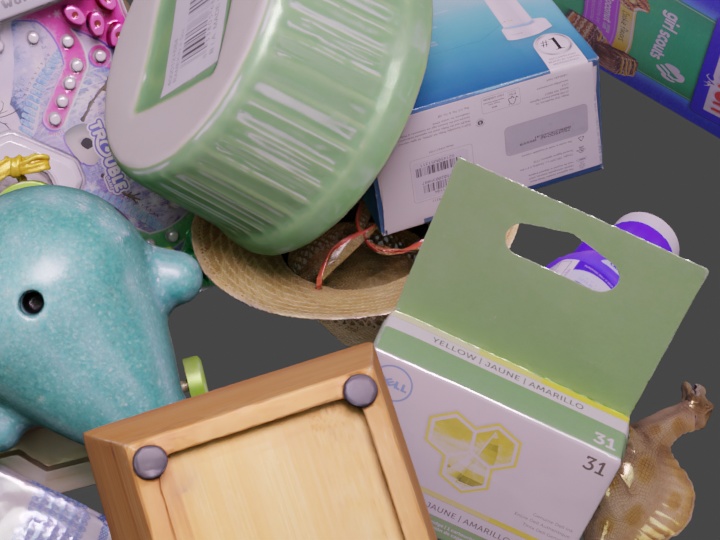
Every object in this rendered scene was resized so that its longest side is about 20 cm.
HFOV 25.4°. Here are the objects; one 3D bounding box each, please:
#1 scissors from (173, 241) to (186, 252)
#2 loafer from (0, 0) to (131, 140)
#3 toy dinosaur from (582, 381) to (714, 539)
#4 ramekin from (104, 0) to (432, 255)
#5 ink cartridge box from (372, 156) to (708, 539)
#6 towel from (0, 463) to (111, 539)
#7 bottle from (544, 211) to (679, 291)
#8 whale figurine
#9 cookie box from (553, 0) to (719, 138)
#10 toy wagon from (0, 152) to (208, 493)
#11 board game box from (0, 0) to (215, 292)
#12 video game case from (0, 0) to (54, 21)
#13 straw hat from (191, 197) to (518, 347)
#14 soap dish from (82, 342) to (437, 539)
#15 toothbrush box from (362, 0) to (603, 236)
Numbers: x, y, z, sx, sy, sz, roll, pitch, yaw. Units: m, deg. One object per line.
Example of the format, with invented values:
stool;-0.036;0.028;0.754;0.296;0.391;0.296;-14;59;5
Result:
scissors;-0.166;-0.075;1.048;0.073;0.014;0.201;-32;72;-6
loafer;-0.205;-0.098;1.010;0.067;0.076;0.201;33;80;21
toy dinosaur;0.148;0.136;0.962;0.101;0.058;0.201;28;71;6
ramekin;-0.060;-0.119;0.903;0.097;0.199;0.202;23;65;-34
ink cartridge box;0.076;0.059;0.841;0.145;0.201;0.048;24;35;3
towel;-0.180;0.203;0.913;0.199;0.024;0.148;28;71;-9
bottle;0.137;0.033;0.957;0.084;0.065;0.200;48;44;-4
whale figurine;-0.150;0.047;0.877;0.159;0.104;0.201;-37;91;-4
cookie box;0.214;-0.171;1.018;0.199;0.171;0.075;31;74;9
toy wagon;-0.180;0.029;0.952;0.154;0.040;0.202;-13;98;-8
board game box;-0.204;-0.046;0.972;0.199;0.026;0.201;-23;103;-9
video game case;-0.259;-0.158;0.998;0.198;0.143;0.018;-21;109;0
straw hat;0.000;0.000;0.984;0.199;0.086;0.202;-5;40;4
soap dish;-0.032;0.148;0.775;0.156;0.081;0.202;-16;81;-13
toothbrush box;0.045;-0.129;0.994;0.145;0.086;0.201;-17;42;-9
